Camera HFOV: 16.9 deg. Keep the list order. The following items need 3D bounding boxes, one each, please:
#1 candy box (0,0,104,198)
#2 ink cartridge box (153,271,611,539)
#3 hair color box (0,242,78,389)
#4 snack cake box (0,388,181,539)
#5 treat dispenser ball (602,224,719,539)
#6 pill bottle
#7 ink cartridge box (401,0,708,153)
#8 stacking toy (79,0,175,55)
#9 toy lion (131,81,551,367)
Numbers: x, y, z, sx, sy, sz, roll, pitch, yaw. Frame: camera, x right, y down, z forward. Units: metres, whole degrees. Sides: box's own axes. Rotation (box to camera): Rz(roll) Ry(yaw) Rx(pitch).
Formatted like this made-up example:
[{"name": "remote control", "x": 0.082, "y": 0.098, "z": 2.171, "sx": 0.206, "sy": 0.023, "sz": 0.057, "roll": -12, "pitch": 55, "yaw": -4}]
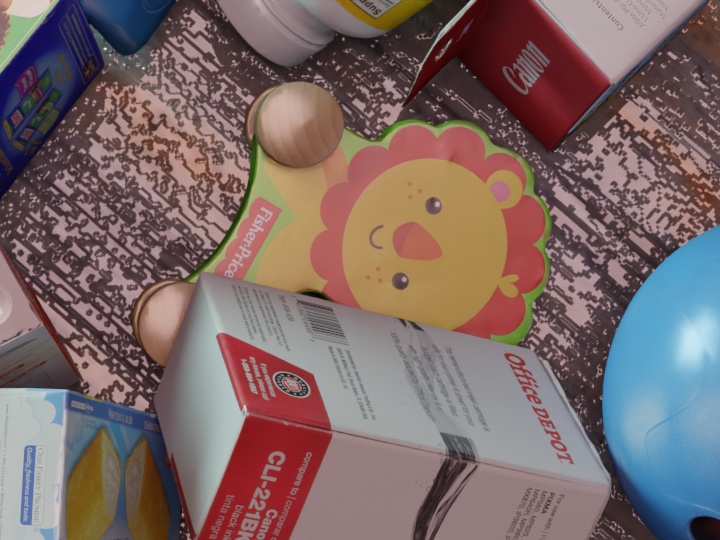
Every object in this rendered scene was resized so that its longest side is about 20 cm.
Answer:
[{"name": "candy box", "x": -0.228, "y": -0.069, "z": 1.262, "sx": 0.077, "sy": 0.169, "sz": 0.200, "roll": 35, "pitch": 82, "yaw": 5}, {"name": "ink cartridge box", "x": 0.009, "y": 0.087, "z": 1.235, "sx": 0.199, "sy": 0.144, "sz": 0.084, "roll": 13, "pitch": 114, "yaw": -20}, {"name": "hair color box", "x": -0.212, "y": 0.043, "z": 1.232, "sx": 0.111, "sy": 0.200, "sz": 0.064, "roll": -29, "pitch": 83, "yaw": -7}, {"name": "snack cake box", "x": -0.148, "y": 0.125, "z": 1.223, "sx": 0.067, "sy": 0.200, "sz": 0.116, "roll": 0, "pitch": 82, "yaw": 12}, {"name": "treat dispenser ball", "x": 0.225, "y": 0.069, "z": 1.255, "sx": 0.200, "sy": 0.201, "sz": 0.202, "roll": 0, "pitch": 83, "yaw": -3}, {"name": "pill bottle", "x": 0.017, "y": -0.196, "z": 1.289, "sx": 0.200, "sy": 0.112, "sz": 0.113, "roll": -32, "pitch": 85, "yaw": 25}, {"name": "ink cartridge box", "x": 0.117, "y": -0.135, "z": 1.274, "sx": 0.176, "sy": 0.200, "sz": 0.084, "roll": -44, "pitch": 88, "yaw": -8}, {"name": "stacking toy", "x": -0.181, "y": -0.215, "z": 1.330, "sx": 0.200, "sy": 0.116, "sz": 0.110, "roll": 30, "pitch": 85, "yaw": 15}, {"name": "toy lion", "x": 0.000, "y": 0.000, "z": 1.323, "sx": 0.191, "sy": 0.069, "sz": 0.200, "roll": 31, "pitch": 86, "yaw": -9}]
